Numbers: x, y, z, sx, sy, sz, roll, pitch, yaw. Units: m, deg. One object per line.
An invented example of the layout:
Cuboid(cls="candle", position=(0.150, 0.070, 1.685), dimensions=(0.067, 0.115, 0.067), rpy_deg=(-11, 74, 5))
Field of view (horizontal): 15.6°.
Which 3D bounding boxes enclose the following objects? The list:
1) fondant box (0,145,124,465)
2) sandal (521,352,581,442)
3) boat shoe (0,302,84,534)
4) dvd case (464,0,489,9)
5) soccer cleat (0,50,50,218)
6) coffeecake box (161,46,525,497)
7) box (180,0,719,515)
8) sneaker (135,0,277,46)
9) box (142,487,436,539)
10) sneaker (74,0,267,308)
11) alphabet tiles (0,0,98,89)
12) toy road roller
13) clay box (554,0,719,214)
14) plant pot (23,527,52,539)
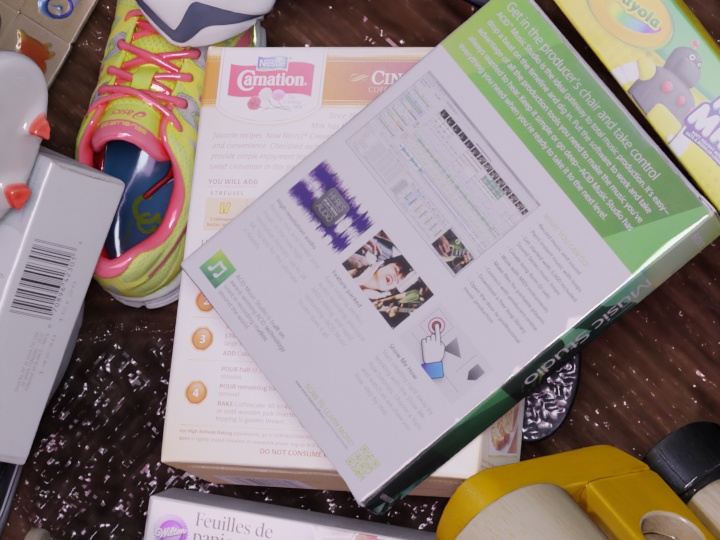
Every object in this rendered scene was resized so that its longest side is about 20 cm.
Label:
Cuboid(cls="fondant box", position=(-0.222, -0.009, 1.266), dimensions=(0.200, 0.058, 0.144), rpy_deg=(23, 94, 36))
Cuboid(cls="sandal", position=(0.040, 0.001, 1.277), dimensions=(0.075, 0.045, 0.200), rpy_deg=(-43, 68, 4))
Cuboid(cls="boat shoe", position=(-0.193, 0.056, 1.308), dimensions=(0.070, 0.066, 0.200), rpy_deg=(20, 95, 11))
Cuboid(cls="dvd case", position=(0.076, -0.191, 1.180), dimensions=(0.025, 0.200, 0.150), rpy_deg=(30, 97, 11))
Cuboid(cls="soccer cleat", position=(-0.209, -0.017, 1.185), dimensions=(0.078, 0.069, 0.200), rpy_deg=(38, 103, 44))
Cuboid(cls="coffeecake box", position=(0.000, 0.000, 1.225), dimensions=(0.153, 0.073, 0.200), rpy_deg=(2, 78, 19))
Cuboid(cls="box", position=(0.039, -0.010, 1.159), dimensions=(0.200, 0.036, 0.144), rpy_deg=(-40, 70, 6))
Cuboid(cls="sneaker", position=(-0.023, -0.195, 1.211), dimensions=(0.199, 0.130, 0.080), rpy_deg=(-24, 62, -9))
Cuboid(cls="box", position=(-0.006, 0.142, 1.285), dimensions=(0.200, 0.041, 0.039), rpy_deg=(9, 93, 11))
Cuboid(cls="sneaker", position=(-0.097, -0.080, 1.274), dimensions=(0.078, 0.090, 0.200), rpy_deg=(6, 91, 13))
Cuboid(cls="alphabet tiles", position=(-0.227, -0.127, 1.335), dimensions=(0.166, 0.006, 0.200), rpy_deg=(32, 97, 15))
Cuboid(cls="toy road roller", position=(0.121, 0.167, 1.186), dimensions=(0.123, 0.200, 0.146), rpy_deg=(49, 129, 36))
Cuboid(cls="clay box", position=(0.154, -0.080, 1.209), dimensions=(0.048, 0.115, 0.200), rpy_deg=(-37, 84, 9))
Cuboid(cls="plant pot", position=(-0.070, 0.226, 1.237), dimensions=(0.183, 0.200, 0.201), rpy_deg=(2, 91, 0))
